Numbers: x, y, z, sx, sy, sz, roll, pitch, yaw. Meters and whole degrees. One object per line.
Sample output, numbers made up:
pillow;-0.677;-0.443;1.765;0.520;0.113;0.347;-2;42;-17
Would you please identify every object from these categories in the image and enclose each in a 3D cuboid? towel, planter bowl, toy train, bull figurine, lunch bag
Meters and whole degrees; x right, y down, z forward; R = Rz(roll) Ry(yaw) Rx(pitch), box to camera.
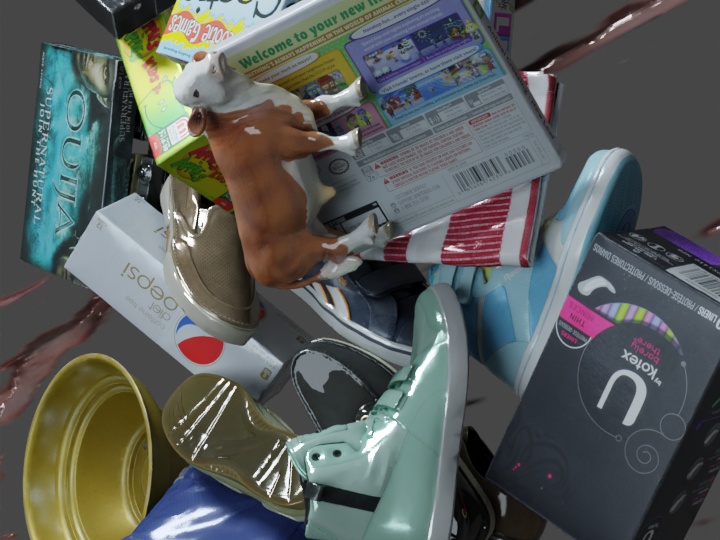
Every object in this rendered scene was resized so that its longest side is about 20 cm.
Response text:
towel;0.047;-0.076;1.270;0.200;0.023;0.144;4;79;35
planter bowl;-0.203;0.174;1.488;0.200;0.083;0.201;-11;75;47
toy train;-0.190;-0.068;1.501;0.046;0.034;0.201;17;103;37
bull figurine;-0.052;-0.073;1.192;0.121;0.065;0.200;-4;128;14
lunch bag;-0.071;0.226;1.372;0.200;0.132;0.136;11;137;32

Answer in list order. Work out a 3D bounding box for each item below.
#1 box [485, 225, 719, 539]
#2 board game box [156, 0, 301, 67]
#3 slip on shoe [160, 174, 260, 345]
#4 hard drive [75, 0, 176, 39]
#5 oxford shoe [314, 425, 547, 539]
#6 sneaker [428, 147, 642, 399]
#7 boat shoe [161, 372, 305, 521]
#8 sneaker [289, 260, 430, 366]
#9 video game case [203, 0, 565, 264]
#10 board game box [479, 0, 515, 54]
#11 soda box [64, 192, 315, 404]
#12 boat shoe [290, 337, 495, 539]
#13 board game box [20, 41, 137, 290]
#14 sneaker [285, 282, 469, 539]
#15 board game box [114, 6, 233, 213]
box;0.193;0.084;1.198;0.122;0.106;0.200;33;112;29
board game box;-0.051;-0.229;1.299;0.105;0.103;0.200;22;91;35
slip on shoe;-0.114;-0.025;1.391;0.061;0.076;0.200;-52;31;28
hard drive;-0.156;-0.280;1.374;0.140;0.200;0.038;42;158;24
oxford shoe;0.056;0.149;1.328;0.200;0.073;0.085;21;102;21
sneaker;0.117;-0.012;1.261;0.130;0.079;0.200;29;109;29
boat shoe;-0.080;0.141;1.333;0.200;0.063;0.073;22;69;45
sneaker;0.000;0.000;1.345;0.200;0.078;0.080;34;118;30
video game case;0.013;-0.112;1.205;0.200;0.022;0.182;-22;113;27
board game box;0.023;-0.169;1.340;0.200;0.034;0.135;10;100;35
soda box;-0.139;0.027;1.421;0.200;0.068;0.064;38;116;8
boat shoe;0.016;0.128;1.275;0.074;0.063;0.201;-47;72;19
board game box;-0.246;-0.093;1.522;0.135;0.028;0.201;18;105;49
sneaker;0.011;0.098;1.211;0.118;0.074;0.201;8;71;-4
board game box;-0.140;-0.152;1.379;0.048;0.102;0.200;-32;57;17
